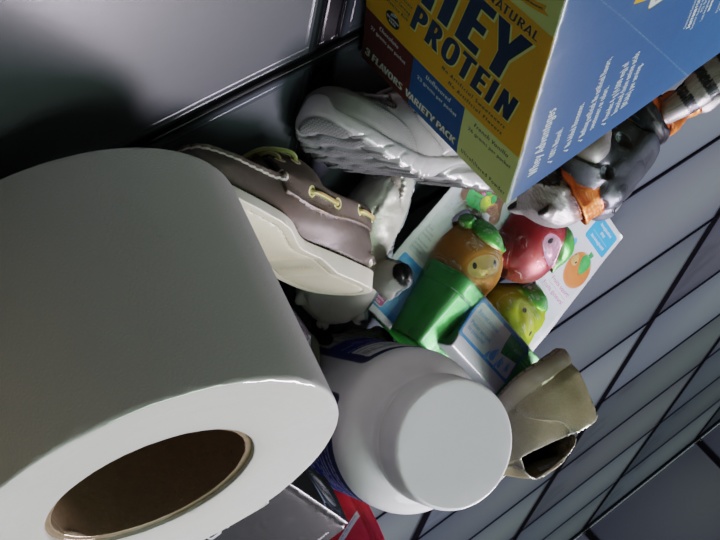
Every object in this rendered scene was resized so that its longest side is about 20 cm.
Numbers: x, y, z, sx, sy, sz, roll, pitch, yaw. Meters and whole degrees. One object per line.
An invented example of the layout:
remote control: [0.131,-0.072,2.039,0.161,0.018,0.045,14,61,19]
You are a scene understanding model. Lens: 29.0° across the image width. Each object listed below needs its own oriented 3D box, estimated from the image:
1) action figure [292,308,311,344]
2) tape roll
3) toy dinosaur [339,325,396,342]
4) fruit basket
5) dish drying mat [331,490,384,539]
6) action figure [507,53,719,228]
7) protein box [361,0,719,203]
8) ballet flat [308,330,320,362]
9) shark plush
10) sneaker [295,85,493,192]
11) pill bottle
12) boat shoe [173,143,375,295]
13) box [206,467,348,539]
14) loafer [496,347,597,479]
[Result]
action figure: [-0.134,0.075,0.902,0.200,0.069,0.130,-28,160,-27]
tape roll: [-0.129,0.053,0.705,0.202,0.139,0.203,-23,155,-11]
toy dinosaur: [-0.008,0.086,1.165,0.199,0.077,0.103,-20,124,-27]
fruit basket: [0.114,0.000,1.094,0.200,0.094,0.185,-47,129,-5]
dish drying mat: [-0.038,0.184,1.129,0.077,0.200,0.018,-23,123,-6]
action figure: [0.167,-0.110,0.918,0.194,0.105,0.200,-49,141,-6]
protein box: [0.123,-0.182,0.760,0.200,0.135,0.199,-35,159,-20]
ballet flat: [-0.117,0.106,1.021,0.200,0.067,0.064,-43,132,4]
shark plush: [0.000,0.000,1.005,0.200,0.091,0.083,98,14,-53]
sneaker: [0.030,-0.099,0.884,0.200,0.075,0.082,5,92,-55]
pill bottle: [0.022,0.112,1.016,0.120,0.120,0.200,-35,-164,-19]
boat shoe: [-0.051,-0.038,0.835,0.200,0.072,0.060,30,64,-54]
box: [-0.131,0.182,0.917,0.200,0.044,0.160,-38,136,8]
loafer: [0.126,0.137,1.106,0.076,0.068,0.200,-27,160,-28]
